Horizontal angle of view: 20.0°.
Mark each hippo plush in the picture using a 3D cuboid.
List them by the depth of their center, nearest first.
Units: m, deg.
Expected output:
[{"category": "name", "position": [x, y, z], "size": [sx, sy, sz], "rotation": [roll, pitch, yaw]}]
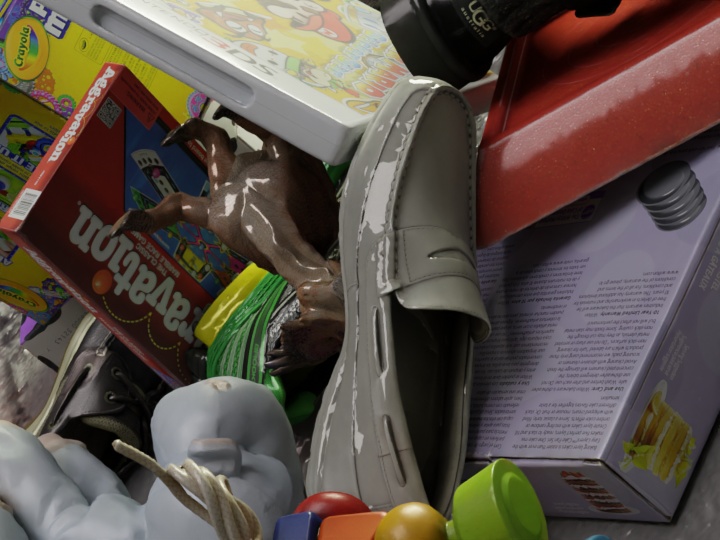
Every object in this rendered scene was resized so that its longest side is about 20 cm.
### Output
[{"category": "hippo plush", "position": [-0.109, 0.120, 0.967], "size": [0.160, 0.159, 0.201], "rotation": [-39, 28, 23]}]

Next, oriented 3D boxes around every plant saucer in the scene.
[{"category": "plant saucer", "position": [0.135, -0.109, 0.937], "size": [0.199, 0.037, 0.200], "rotation": [-29, 19, 23]}]

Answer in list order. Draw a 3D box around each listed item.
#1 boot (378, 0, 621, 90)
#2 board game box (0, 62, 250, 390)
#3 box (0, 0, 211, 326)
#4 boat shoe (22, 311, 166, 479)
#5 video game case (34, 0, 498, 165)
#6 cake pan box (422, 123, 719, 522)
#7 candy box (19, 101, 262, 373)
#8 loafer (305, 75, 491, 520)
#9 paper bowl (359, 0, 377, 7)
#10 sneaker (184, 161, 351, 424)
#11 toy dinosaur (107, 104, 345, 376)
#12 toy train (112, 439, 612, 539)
[{"category": "boot", "position": [0.099, -0.169, 0.969], "size": [0.157, 0.080, 0.212], "rotation": [-31, 23, 23]}, {"category": "board game box", "position": [-0.096, -0.006, 1.068], "size": [0.019, 0.200, 0.103], "rotation": [14, 66, 44]}, {"category": "box", "position": [-0.164, -0.110, 1.186], "size": [0.193, 0.121, 0.201], "rotation": [-43, 22, 50]}, {"category": "boat shoe", "position": [-0.148, 0.087, 1.186], "size": [0.065, 0.073, 0.201], "rotation": [20, 76, 51]}, {"category": "video game case", "position": [-0.043, -0.114, 0.979], "size": [0.200, 0.181, 0.023], "rotation": [-25, -38, -64]}, {"category": "cake pan box", "position": [0.091, 0.019, 0.905], "size": [0.199, 0.052, 0.185], "rotation": [-8, 46, 54]}, {"category": "candy box", "position": [-0.125, -0.041, 1.302], "size": [0.200, 0.071, 0.168], "rotation": [-42, 27, 19]}, {"category": "loafer", "position": [0.027, 0.015, 0.859], "size": [0.069, 0.070, 0.202], "rotation": [-5, 74, 44]}, {"category": "paper bowl", "position": [0.013, -0.257, 1.282], "size": [0.201, 0.103, 0.203], "rotation": [-165, 90, -74]}, {"category": "sneaker", "position": [0.000, 0.000, 1.067], "size": [0.085, 0.078, 0.201], "rotation": [31, 83, 47]}, {"category": "toy dinosaur", "position": [-0.035, -0.022, 0.991], "size": [0.086, 0.135, 0.200], "rotation": [-42, 14, 21]}, {"category": "toy train", "position": [0.016, 0.103, 0.750], "size": [0.115, 0.200, 0.085], "rotation": [-29, 32, 27]}]
